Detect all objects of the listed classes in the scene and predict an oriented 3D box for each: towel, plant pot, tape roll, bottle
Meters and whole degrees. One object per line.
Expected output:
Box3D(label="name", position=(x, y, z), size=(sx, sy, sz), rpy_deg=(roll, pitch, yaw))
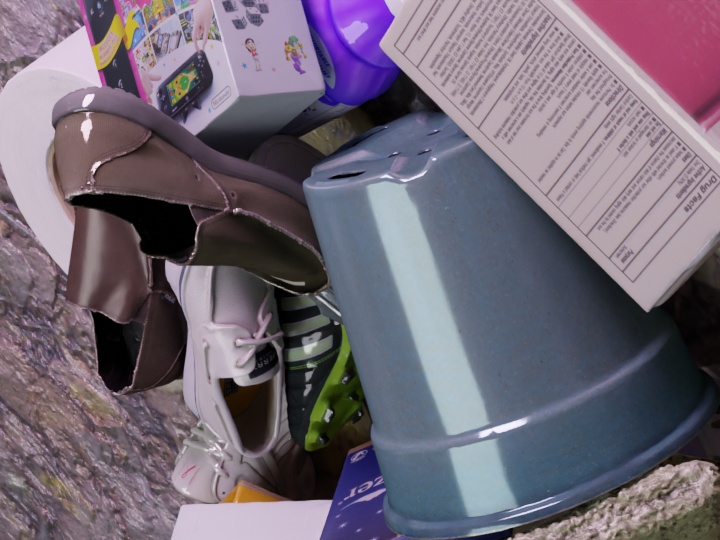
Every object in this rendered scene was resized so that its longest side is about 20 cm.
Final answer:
Box3D(label="towel", position=(0.108, 0.164, 1.426), size=(0.148, 0.199, 0.037), rpy_deg=(60, -175, -69))
Box3D(label="plant pot", position=(0.071, 0.012, 1.438), size=(0.200, 0.200, 0.197), rpy_deg=(-7, 109, 50))
Box3D(label="tape roll", position=(-0.141, -0.060, 1.694), size=(0.202, 0.071, 0.203), rpy_deg=(29, 140, 27))
Box3D(label="bottle", position=(-0.016, -0.132, 1.489), size=(0.200, 0.065, 0.084), rpy_deg=(-22, 101, 54))

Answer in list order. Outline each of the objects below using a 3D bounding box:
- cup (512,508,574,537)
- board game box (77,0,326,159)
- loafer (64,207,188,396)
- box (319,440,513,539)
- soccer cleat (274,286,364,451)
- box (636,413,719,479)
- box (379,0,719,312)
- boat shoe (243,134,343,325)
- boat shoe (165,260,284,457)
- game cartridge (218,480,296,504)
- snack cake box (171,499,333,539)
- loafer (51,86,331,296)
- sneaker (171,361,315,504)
Box3D(label="cup", position=(0.102, 0.222, 1.582), size=(0.200, 0.143, 0.201), rpy_deg=(48, 153, 34))
Box3D(label="board game box", position=(-0.102, -0.165, 1.485), size=(0.147, 0.064, 0.201), rpy_deg=(-34, 68, 54))
Box3D(label="loafer", position=(-0.146, 0.000, 1.632), size=(0.073, 0.071, 0.201), rpy_deg=(18, 135, 37))
Box3D(label="box", position=(0.037, 0.135, 1.539), size=(0.121, 0.200, 0.033), rpy_deg=(-25, 107, 17))
Box3D(label="soccer cleat", position=(-0.025, 0.027, 1.659), size=(0.081, 0.067, 0.201), rpy_deg=(35, 137, 28))
Box3D(label="box", position=(0.197, 0.106, 1.486), size=(0.199, 0.039, 0.042), rpy_deg=(8, 131, 38))
Box3D(label="box", position=(0.129, -0.104, 1.316), size=(0.200, 0.109, 0.128), rpy_deg=(45, 145, 6))
Box3D(label="boat shoe", position=(0.000, 0.000, 1.556), size=(0.200, 0.073, 0.062), rpy_deg=(40, 138, -17))
Box3D(label="boat shoe", position=(-0.073, 0.038, 1.618), size=(0.070, 0.071, 0.201), rpy_deg=(45, 147, 35))
Box3D(label="game cartridge", position=(-0.026, 0.223, 1.794), size=(0.199, 0.033, 0.176), rpy_deg=(25, 147, -11))
Box3D(label="snack cake box", position=(-0.034, 0.228, 1.717), size=(0.114, 0.068, 0.200), rpy_deg=(-3, 144, 27))
Box3D(label="loafer", position=(-0.091, -0.028, 1.446), size=(0.199, 0.070, 0.075), rpy_deg=(28, 149, -30))
Box3D(label="sneaker", position=(-0.081, 0.111, 1.759), size=(0.078, 0.099, 0.201), rpy_deg=(37, 144, 35))
